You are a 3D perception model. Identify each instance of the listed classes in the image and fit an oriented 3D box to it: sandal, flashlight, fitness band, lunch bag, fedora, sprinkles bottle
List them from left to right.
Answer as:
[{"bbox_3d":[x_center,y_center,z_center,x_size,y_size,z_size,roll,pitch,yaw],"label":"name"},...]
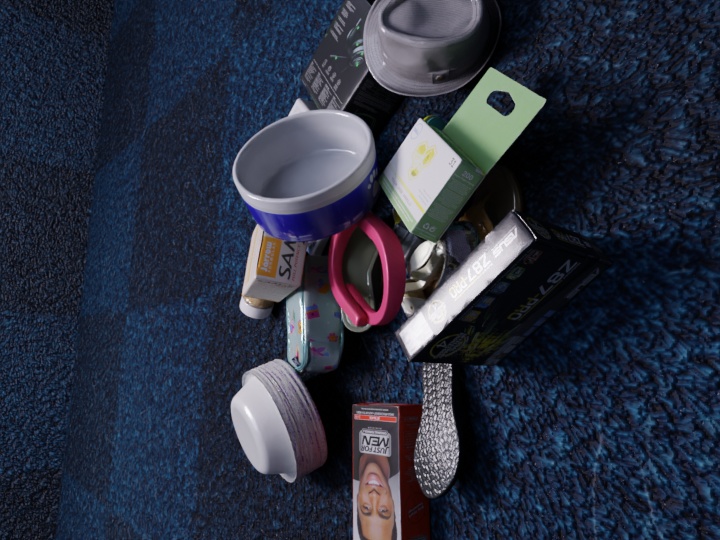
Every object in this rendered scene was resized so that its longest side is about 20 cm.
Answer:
[{"bbox_3d":[-0.187,0.001,1.059,0.068,0.068,0.200,50,128,42],"label":"sprinkles bottle"},{"bbox_3d":[-0.085,0.083,0.909,0.160,0.077,0.200,142,129,-65],"label":"lunch bag"},{"bbox_3d":[0.005,-0.006,0.748,0.200,0.037,0.144,48,129,55],"label":"fitness band"},{"bbox_3d":[0.092,-0.339,0.725,0.200,0.090,0.177,4,94,12],"label":"fedora"},{"bbox_3d":[0.108,-0.101,0.713,0.068,0.068,0.200,34,97,21],"label":"flashlight"},{"bbox_3d":[0.117,0.200,0.706,0.075,0.048,0.201,-18,57,48],"label":"sandal"},{"bbox_3d":[0.152,-0.042,0.696,0.080,0.054,0.200,37,111,47],"label":"sandal"}]

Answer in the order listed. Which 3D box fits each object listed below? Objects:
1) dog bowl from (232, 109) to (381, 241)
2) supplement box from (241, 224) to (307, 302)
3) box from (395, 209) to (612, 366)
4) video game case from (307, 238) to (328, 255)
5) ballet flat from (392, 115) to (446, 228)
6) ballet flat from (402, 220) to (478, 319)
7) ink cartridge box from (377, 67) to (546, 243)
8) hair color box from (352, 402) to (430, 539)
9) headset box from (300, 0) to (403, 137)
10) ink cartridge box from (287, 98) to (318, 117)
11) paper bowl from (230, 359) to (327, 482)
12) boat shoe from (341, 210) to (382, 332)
[{"bbox_3d":[-0.073,-0.138,0.746,0.200,0.079,0.200,-8,48,9],"label":"dog bowl"},{"bbox_3d":[-0.143,-0.024,0.877,0.200,0.073,0.126,151,129,-70],"label":"supplement box"},{"bbox_3d":[0.158,0.032,0.592,0.200,0.161,0.049,-50,49,29],"label":"box"},{"bbox_3d":[-0.086,-0.154,1.025,0.182,0.023,0.200,47,117,43],"label":"video game case"},{"bbox_3d":[0.081,-0.132,0.793,0.067,0.067,0.200,8,91,58],"label":"ballet flat"},{"bbox_3d":[0.085,0.012,0.708,0.072,0.072,0.200,62,144,36],"label":"ballet flat"},{"bbox_3d":[0.111,-0.151,0.640,0.200,0.048,0.146,-55,31,23],"label":"ink cartridge box"},{"bbox_3d":[0.042,0.295,0.757,0.101,0.061,0.200,-14,73,47],"label":"hair color box"},{"bbox_3d":[0.005,-0.354,0.899,0.200,0.093,0.174,-52,47,29],"label":"headset box"},{"bbox_3d":[-0.075,-0.185,0.932,0.146,0.086,0.200,-55,51,26],"label":"ink cartridge box"},{"bbox_3d":[-0.149,0.262,0.900,0.201,0.104,0.201,35,135,45],"label":"paper bowl"},{"bbox_3d":[0.000,0.000,0.858,0.072,0.061,0.201,0,80,11],"label":"boat shoe"}]
